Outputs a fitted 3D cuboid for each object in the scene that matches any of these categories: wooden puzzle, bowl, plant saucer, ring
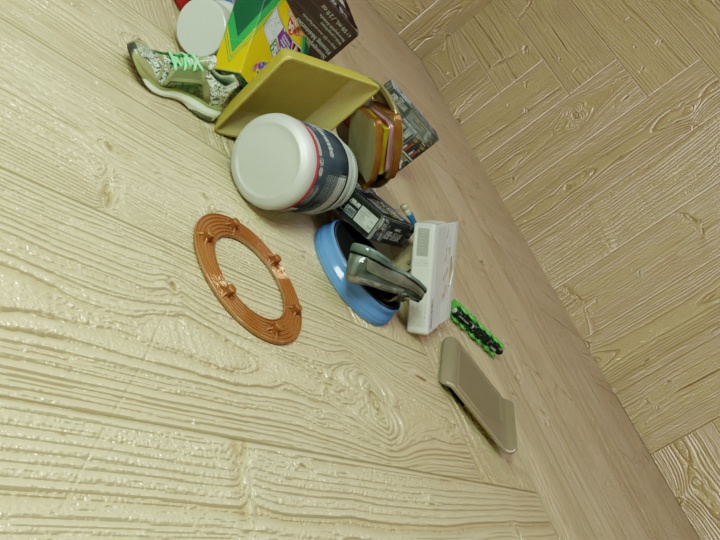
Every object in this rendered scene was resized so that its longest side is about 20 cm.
[{"bbox_3d":[0.221,0.238,1.435,0.200,0.037,0.185,47,21,-10],"label":"wooden puzzle"},{"bbox_3d":[0.000,0.000,1.289,0.201,0.039,0.201,47,21,-24],"label":"bowl"},{"bbox_3d":[-0.104,-0.273,1.180,0.199,0.199,0.049,4,63,-46],"label":"plant saucer"},{"bbox_3d":[-0.140,0.006,0.980,0.200,0.019,0.201,46,22,-24],"label":"ring"}]

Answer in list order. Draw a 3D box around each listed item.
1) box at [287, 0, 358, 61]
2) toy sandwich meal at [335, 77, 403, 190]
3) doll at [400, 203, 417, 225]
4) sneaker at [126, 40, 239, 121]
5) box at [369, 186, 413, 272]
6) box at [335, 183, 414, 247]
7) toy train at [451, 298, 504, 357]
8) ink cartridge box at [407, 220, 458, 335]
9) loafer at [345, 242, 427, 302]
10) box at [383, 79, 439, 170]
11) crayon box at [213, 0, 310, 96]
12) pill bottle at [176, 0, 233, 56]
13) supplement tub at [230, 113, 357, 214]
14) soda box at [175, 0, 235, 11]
[{"bbox_3d":[-0.137,-0.533,1.601,0.166,0.199,0.165,36,26,-41],"label":"box"},{"bbox_3d":[0.003,-0.227,1.272,0.070,0.206,0.207,-12,63,-31],"label":"toy sandwich meal"},{"bbox_3d":[0.084,-0.105,1.574,0.201,0.048,0.137,53,-22,18],"label":"doll"},{"bbox_3d":[-0.255,-0.297,1.099,0.199,0.088,0.077,19,40,-59],"label":"sneaker"},{"bbox_3d":[0.048,-0.086,1.486,0.201,0.077,0.095,56,20,3],"label":"box"},{"bbox_3d":[-0.010,-0.126,1.349,0.200,0.050,0.157,42,13,22],"label":"box"},{"bbox_3d":[0.261,0.131,1.695,0.200,0.042,0.057,41,13,-36],"label":"toy train"},{"bbox_3d":[0.138,0.007,1.425,0.176,0.044,0.203,-17,112,-69],"label":"ink cartridge box"},{"bbox_3d":[0.037,0.019,1.219,0.071,0.063,0.200,15,-12,40],"label":"loafer"},{"bbox_3d":[0.078,-0.356,1.886,0.200,0.157,0.050,41,23,-33],"label":"box"},{"bbox_3d":[-0.160,-0.359,1.259,0.200,0.058,0.175,49,54,-68],"label":"crayon box"},{"bbox_3d":[-0.227,-0.403,1.306,0.114,0.113,0.200,56,19,5],"label":"pill bottle"},{"bbox_3d":[-0.097,-0.161,1.170,0.141,0.140,0.200,58,20,11],"label":"supplement tub"},{"bbox_3d":[-0.263,-0.487,1.423,0.199,0.070,0.064,15,44,-62],"label":"soda box"}]
